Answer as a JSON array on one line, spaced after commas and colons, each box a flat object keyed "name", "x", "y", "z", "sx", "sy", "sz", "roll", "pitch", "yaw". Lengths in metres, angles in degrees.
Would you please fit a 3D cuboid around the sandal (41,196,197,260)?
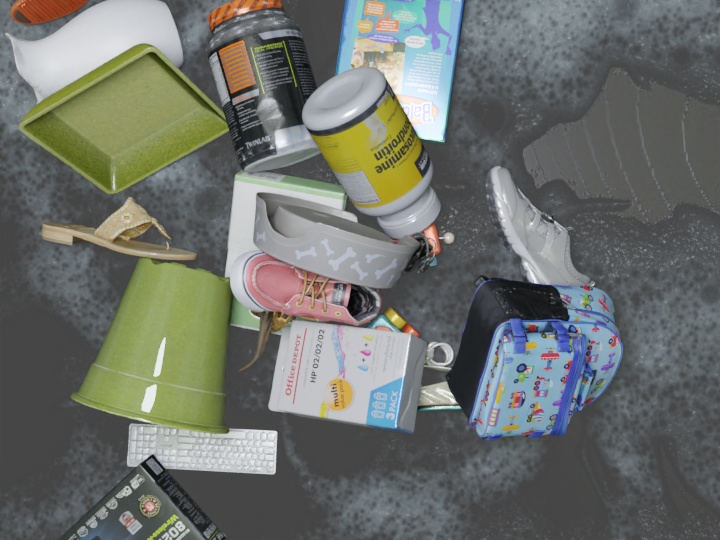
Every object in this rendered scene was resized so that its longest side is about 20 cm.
[{"name": "sandal", "x": -0.312, "y": -0.062, "z": 1.464, "sx": 0.211, "sy": 0.078, "sz": 0.070, "roll": 8, "pitch": 98, "yaw": 11}]

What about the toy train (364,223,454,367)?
[{"name": "toy train", "x": 0.052, "y": 0.032, "z": 1.435, "sx": 0.150, "sy": 0.056, "sz": 0.201, "roll": -7, "pitch": 90, "yaw": 7}]

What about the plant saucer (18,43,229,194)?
[{"name": "plant saucer", "x": -0.291, "y": -0.196, "z": 1.409, "sx": 0.200, "sy": 0.200, "sz": 0.048, "roll": -27, "pitch": 60, "yaw": 12}]

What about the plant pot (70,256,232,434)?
[{"name": "plant pot", "x": -0.237, "y": 0.088, "z": 1.405, "sx": 0.199, "sy": 0.200, "sz": 0.191, "roll": 14, "pitch": 87, "yaw": 6}]

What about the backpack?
[{"name": "backpack", "x": 0.223, "y": 0.107, "z": 1.349, "sx": 0.199, "sy": 0.135, "sz": 0.183, "roll": 2, "pitch": 122, "yaw": -20}]

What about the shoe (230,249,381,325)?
[{"name": "shoe", "x": -0.058, "y": 0.021, "z": 1.311, "sx": 0.091, "sy": 0.200, "sz": 0.072, "roll": 0, "pitch": 78, "yaw": 33}]

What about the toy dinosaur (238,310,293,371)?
[{"name": "toy dinosaur", "x": -0.114, "y": 0.050, "z": 1.414, "sx": 0.060, "sy": 0.106, "sz": 0.201, "roll": 10, "pitch": 99, "yaw": -4}]

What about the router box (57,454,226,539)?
[{"name": "router box", "x": -0.298, "y": 0.363, "z": 1.470, "sx": 0.200, "sy": 0.062, "sz": 0.150, "roll": -43, "pitch": 89, "yaw": 7}]

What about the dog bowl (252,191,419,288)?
[{"name": "dog bowl", "x": -0.034, "y": -0.034, "z": 1.313, "sx": 0.200, "sy": 0.200, "sz": 0.059, "roll": 19, "pitch": 98, "yaw": 6}]

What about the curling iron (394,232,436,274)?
[{"name": "curling iron", "x": 0.000, "y": 0.000, "z": 1.406, "sx": 0.199, "sy": 0.026, "sz": 0.050, "roll": -17, "pitch": 71, "yaw": 15}]

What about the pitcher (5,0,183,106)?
[{"name": "pitcher", "x": -0.331, "y": -0.259, "z": 1.447, "sx": 0.200, "sy": 0.172, "sz": 0.121, "roll": -19, "pitch": 63, "yaw": -13}]

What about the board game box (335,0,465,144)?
[{"name": "board game box", "x": 0.047, "y": -0.269, "z": 1.437, "sx": 0.152, "sy": 0.045, "sz": 0.201, "roll": 9, "pitch": 92, "yaw": 6}]

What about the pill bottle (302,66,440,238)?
[{"name": "pill bottle", "x": 0.021, "y": -0.138, "z": 1.375, "sx": 0.112, "sy": 0.112, "sz": 0.200, "roll": -29, "pitch": 123, "yaw": 6}]

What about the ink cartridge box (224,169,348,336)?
[{"name": "ink cartridge box", "x": -0.099, "y": -0.020, "z": 1.457, "sx": 0.145, "sy": 0.048, "sz": 0.201, "roll": 10, "pitch": 107, "yaw": 7}]

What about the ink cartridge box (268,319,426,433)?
[{"name": "ink cartridge box", "x": -0.029, "y": 0.127, "z": 1.382, "sx": 0.199, "sy": 0.068, "sz": 0.115, "roll": 5, "pitch": 79, "yaw": 23}]

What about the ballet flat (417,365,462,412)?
[{"name": "ballet flat", "x": 0.063, "y": 0.154, "z": 1.437, "sx": 0.199, "sy": 0.067, "sz": 0.063, "roll": -4, "pitch": 80, "yaw": -3}]

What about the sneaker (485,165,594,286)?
[{"name": "sneaker", "x": 0.221, "y": -0.046, "z": 1.414, "sx": 0.082, "sy": 0.075, "sz": 0.200, "roll": -29, "pitch": 99, "yaw": 0}]

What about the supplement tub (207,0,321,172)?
[{"name": "supplement tub", "x": -0.118, "y": -0.233, "z": 1.416, "sx": 0.122, "sy": 0.123, "sz": 0.201, "roll": -16, "pitch": 88, "yaw": 6}]

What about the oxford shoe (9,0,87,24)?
[{"name": "oxford shoe", "x": -0.381, "y": -0.398, "z": 1.480, "sx": 0.200, "sy": 0.071, "sz": 0.073, "roll": -36, "pitch": 67, "yaw": 1}]

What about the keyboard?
[{"name": "keyboard", "x": -0.209, "y": 0.235, "z": 1.490, "sx": 0.199, "sy": 0.011, "sz": 0.056, "roll": 2, "pitch": 91, "yaw": 6}]
